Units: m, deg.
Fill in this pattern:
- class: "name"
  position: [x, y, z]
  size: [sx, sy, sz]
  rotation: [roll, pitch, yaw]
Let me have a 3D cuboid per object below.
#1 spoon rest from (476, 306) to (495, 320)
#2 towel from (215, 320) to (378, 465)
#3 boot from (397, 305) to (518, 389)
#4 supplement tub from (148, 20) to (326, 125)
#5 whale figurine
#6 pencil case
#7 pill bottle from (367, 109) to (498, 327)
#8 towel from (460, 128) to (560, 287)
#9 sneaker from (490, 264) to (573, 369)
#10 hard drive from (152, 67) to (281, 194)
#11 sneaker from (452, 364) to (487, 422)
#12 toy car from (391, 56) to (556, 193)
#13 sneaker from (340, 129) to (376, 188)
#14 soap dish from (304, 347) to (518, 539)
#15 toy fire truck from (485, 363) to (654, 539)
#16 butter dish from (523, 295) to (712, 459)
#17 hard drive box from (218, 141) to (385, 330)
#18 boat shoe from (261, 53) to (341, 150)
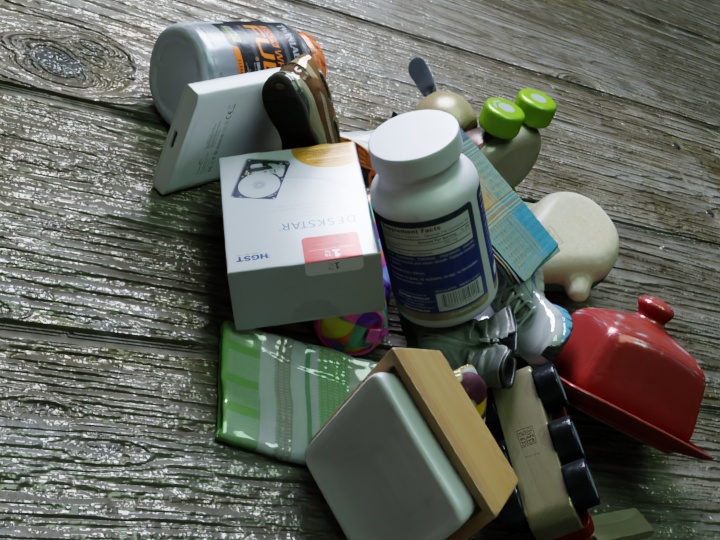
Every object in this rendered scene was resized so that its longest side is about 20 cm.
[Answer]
- class: "spoon rest"
  position: [0.131, 0.071, 1.329]
  size: [0.098, 0.061, 0.202]
  rotation: [18, 41, -23]
- class: "towel"
  position: [-0.047, 0.128, 1.153]
  size: [0.197, 0.031, 0.151]
  rotation: [18, 40, -22]
- class: "boot"
  position: [0.109, 0.064, 1.252]
  size: [0.202, 0.129, 0.068]
  rotation: [-87, 154, -47]
- class: "supplement tub"
  position: [-0.141, -0.233, 1.388]
  size: [0.198, 0.123, 0.123]
  rotation: [-14, 59, -45]
- class: "whale figurine"
  position: [0.233, -0.014, 1.492]
  size: [0.198, 0.104, 0.160]
  rotation: [-26, 66, -23]
- class: "pencil case"
  position: [0.000, 0.000, 1.284]
  size: [0.087, 0.089, 0.202]
  rotation: [25, 40, -13]
- class: "pill bottle"
  position: [0.072, -0.053, 1.197]
  size: [0.113, 0.203, 0.117]
  rotation: [-10, 34, 7]
- class: "towel"
  position: [0.139, -0.077, 1.328]
  size: [0.201, 0.022, 0.146]
  rotation: [50, 32, 6]
- class: "sneaker"
  position: [0.173, 0.035, 1.320]
  size: [0.086, 0.075, 0.201]
  rotation: [33, 17, -25]
- class: "hard drive"
  position: [-0.136, -0.161, 1.307]
  size: [0.026, 0.133, 0.199]
  rotation: [41, 36, 21]
- class: "sneaker"
  position: [0.096, 0.165, 1.099]
  size: [0.074, 0.201, 0.091]
  rotation: [-22, 61, -9]
- class: "toy car"
  position: [0.127, -0.185, 1.535]
  size: [0.199, 0.166, 0.157]
  rotation: [38, 35, 24]
- class: "sneaker"
  position: [0.012, -0.140, 1.425]
  size: [0.196, 0.077, 0.092]
  rotation: [3, 21, 4]
- class: "soap dish"
  position: [0.042, 0.172, 1.016]
  size: [0.080, 0.200, 0.159]
  rotation: [-21, 71, -34]
- class: "toy fire truck"
  position: [0.214, 0.214, 1.216]
  size: [0.201, 0.127, 0.178]
  rotation: [57, 15, -47]
- class: "butter dish"
  position: [0.305, 0.100, 1.316]
  size: [0.198, 0.150, 0.199]
  rotation: [26, 2, -12]
- class: "hard drive box"
  position: [-0.064, -0.040, 1.211]
  size: [0.153, 0.078, 0.202]
  rotation: [-8, 40, -5]
- class: "boat shoe"
  position: [-0.050, -0.153, 1.317]
  size: [0.075, 0.202, 0.074]
  rotation: [16, 52, 25]
